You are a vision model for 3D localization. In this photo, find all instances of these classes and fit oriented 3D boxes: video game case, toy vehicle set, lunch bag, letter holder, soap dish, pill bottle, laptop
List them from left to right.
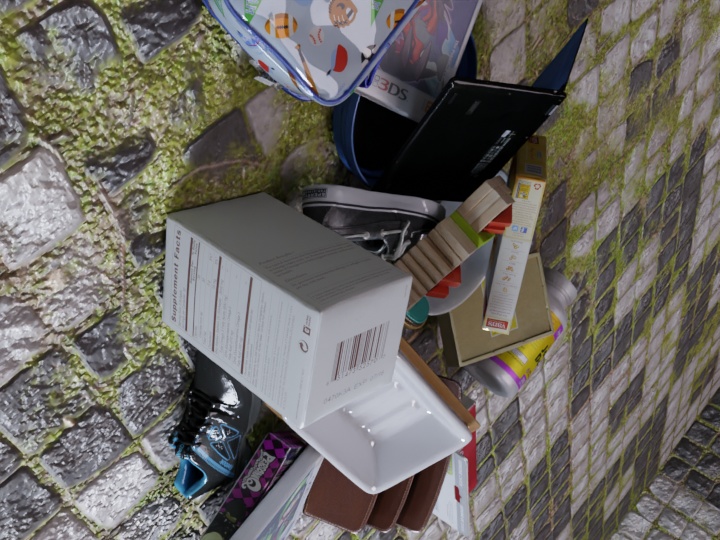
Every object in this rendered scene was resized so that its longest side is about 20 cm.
[{"bbox_3d":[-0.114,0.301,0.914,0.200,0.023,0.182,-45,161,-47],"label":"video game case"},{"bbox_3d":[-0.117,0.268,0.958,0.182,0.036,0.200,-57,168,-3],"label":"video game case"},{"bbox_3d":[-0.025,-0.238,0.680,0.160,0.075,0.200,41,84,-32],"label":"lunch bag"},{"bbox_3d":[0.015,0.143,0.897,0.157,0.081,0.200,-31,129,13],"label":"soap dish"},{"bbox_3d":[0.033,0.219,1.028,0.100,0.141,0.201,10,95,-69],"label":"letter holder"},{"bbox_3d":[0.039,-0.257,0.777,0.182,0.023,0.201,16,97,-40],"label":"video game case"},{"bbox_3d":[0.124,-0.169,0.869,0.199,0.117,0.187,1,151,-26],"label":"laptop"},{"bbox_3d":[0.190,0.052,1.177,0.199,0.026,0.125,-13,93,-36],"label":"toy vehicle set"},{"bbox_3d":[0.251,0.092,1.297,0.200,0.104,0.104,-50,145,-13],"label":"pill bottle"}]

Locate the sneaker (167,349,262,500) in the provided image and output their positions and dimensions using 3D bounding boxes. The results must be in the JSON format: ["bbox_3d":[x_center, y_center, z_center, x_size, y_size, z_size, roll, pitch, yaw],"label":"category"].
[{"bbox_3d":[-0.152,0.156,0.854,0.082,0.073,0.201,-28,135,-39],"label":"sneaker"}]

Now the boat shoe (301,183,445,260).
[{"bbox_3d":[0.019,-0.044,0.860,0.199,0.073,0.069,4,86,-53],"label":"boat shoe"}]

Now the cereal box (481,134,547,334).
[{"bbox_3d":[0.181,-0.045,0.985,0.144,0.039,0.201,-69,169,-61],"label":"cereal box"}]

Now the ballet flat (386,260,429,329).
[{"bbox_3d":[0.000,0.000,0.931,0.200,0.063,0.069,50,54,-28],"label":"ballet flat"}]

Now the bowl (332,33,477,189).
[{"bbox_3d":[0.048,-0.181,0.887,0.200,0.039,0.202,-32,137,-35],"label":"bowl"}]

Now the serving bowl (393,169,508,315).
[{"bbox_3d":[0.106,-0.047,1.040,0.200,0.066,0.201,-31,136,-35],"label":"serving bowl"}]

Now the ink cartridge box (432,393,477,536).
[{"bbox_3d":[0.105,0.249,1.164,0.084,0.175,0.201,-39,142,-29],"label":"ink cartridge box"}]

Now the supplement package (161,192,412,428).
[{"bbox_3d":[-0.072,0.026,0.745,0.117,0.200,0.118,-20,130,-43],"label":"supplement package"}]

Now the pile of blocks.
[{"bbox_3d":[0.094,-0.014,0.889,0.200,0.062,0.082,-41,173,3],"label":"pile of blocks"}]
